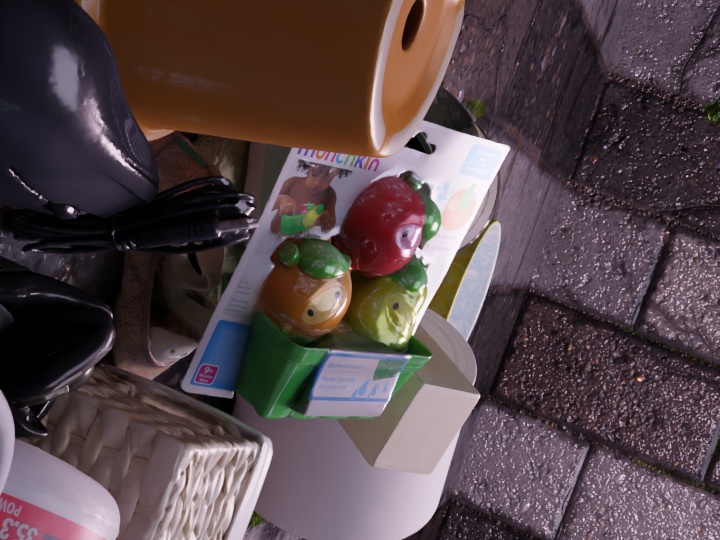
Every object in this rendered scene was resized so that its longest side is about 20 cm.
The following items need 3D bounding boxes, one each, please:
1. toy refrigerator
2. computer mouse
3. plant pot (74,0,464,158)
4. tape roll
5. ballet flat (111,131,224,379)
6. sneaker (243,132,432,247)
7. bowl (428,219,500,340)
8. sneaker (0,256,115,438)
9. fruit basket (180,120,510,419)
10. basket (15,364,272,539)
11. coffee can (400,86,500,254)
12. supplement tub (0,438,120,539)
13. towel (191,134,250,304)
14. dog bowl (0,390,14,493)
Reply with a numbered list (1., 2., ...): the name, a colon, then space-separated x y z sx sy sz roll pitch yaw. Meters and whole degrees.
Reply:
1. toy refrigerator: 0.003 0.060 0.932 0.069 0.200 0.077 15 113 -40
2. computer mouse: -0.135 -0.052 0.544 0.201 0.136 0.053 66 24 -58
3. plant pot: -0.049 -0.143 0.593 0.201 0.181 0.201 -59 163 -31
4. tape roll: -0.010 0.119 1.059 0.203 0.200 0.141 -45 153 -57
5. ballet flat: -0.120 0.009 0.775 0.068 0.067 0.202 -41 150 -44
6. sneaker: -0.014 -0.056 0.822 0.074 0.117 0.202 -57 159 -45
7. bowl: 0.079 0.020 1.421 0.201 0.106 0.201 -59 162 -32
8. sneaker: -0.166 0.048 0.579 0.077 0.113 0.200 -60 165 -23
9. fruit basket: 0.000 0.000 0.756 0.184 0.094 0.201 9 120 -47
10. basket: -0.159 0.168 0.724 0.203 0.134 0.123 -69 163 -1
11. coffee can: 0.042 -0.081 1.039 0.200 0.145 0.148 -5 115 -80
12. supplement tub: -0.200 0.172 0.528 0.141 0.138 0.203 75 31 -66
13. towel: -0.082 -0.052 0.889 0.201 0.036 0.149 92 23 -51
14. dog bowl: -0.214 0.077 0.383 0.200 0.079 0.201 -40 159 -18
